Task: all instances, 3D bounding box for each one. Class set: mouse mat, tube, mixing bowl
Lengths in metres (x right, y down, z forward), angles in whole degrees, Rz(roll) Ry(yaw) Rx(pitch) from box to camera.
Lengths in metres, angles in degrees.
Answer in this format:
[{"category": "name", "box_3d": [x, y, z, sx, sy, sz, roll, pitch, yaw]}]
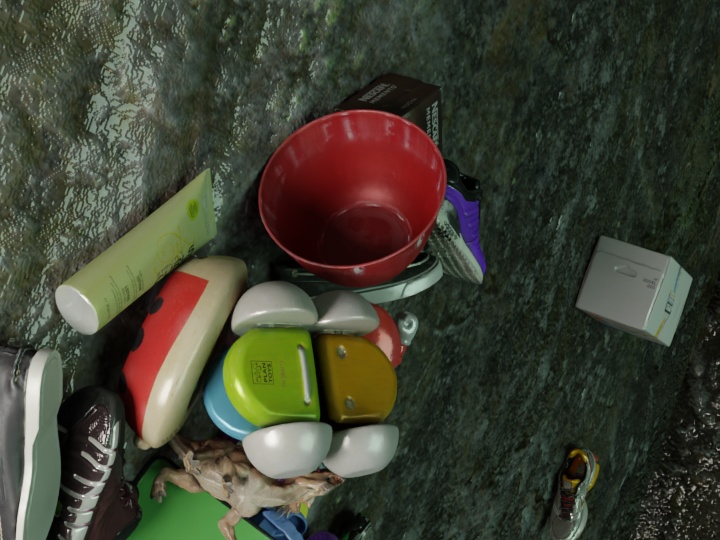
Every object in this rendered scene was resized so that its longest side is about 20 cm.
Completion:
[{"category": "mouse mat", "box_3d": [-0.175, 0.308, 1.126, 0.199, 0.008, 0.162, 39, 66, -10]}, {"category": "tube", "box_3d": [-0.195, -0.017, 1.019, 0.052, 0.058, 0.200, 49, 45, -5]}, {"category": "mixing bowl", "box_3d": [-0.001, -0.058, 1.175, 0.201, 0.198, 0.109, -55, 154, -24]}]

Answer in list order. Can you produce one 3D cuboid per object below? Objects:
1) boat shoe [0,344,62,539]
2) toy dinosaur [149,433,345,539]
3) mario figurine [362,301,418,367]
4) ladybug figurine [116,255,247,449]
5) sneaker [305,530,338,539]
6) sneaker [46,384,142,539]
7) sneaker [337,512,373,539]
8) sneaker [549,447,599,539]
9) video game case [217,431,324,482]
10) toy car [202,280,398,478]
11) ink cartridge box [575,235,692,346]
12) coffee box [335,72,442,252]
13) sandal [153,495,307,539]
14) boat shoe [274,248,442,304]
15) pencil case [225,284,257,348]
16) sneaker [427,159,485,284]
[{"category": "boat shoe", "box_3d": [-0.294, 0.158, 0.939, 0.074, 0.059, 0.204, -69, 168, -68]}, {"category": "toy dinosaur", "box_3d": [-0.128, 0.207, 1.135, 0.135, 0.198, 0.087, -33, 152, -60]}, {"category": "mario figurine", "box_3d": [-0.005, 0.098, 1.254, 0.124, 0.105, 0.202, -55, 166, -37]}, {"category": "ladybug figurine", "box_3d": [-0.173, 0.071, 1.049, 0.136, 0.071, 0.202, 116, -2, -69]}, {"category": "sneaker", "box_3d": [-0.092, 0.388, 1.370, 0.200, 0.079, 0.090, -41, 130, -39]}, {"category": "sneaker", "box_3d": [-0.243, 0.192, 1.039, 0.115, 0.075, 0.203, -8, 122, -62]}, {"category": "sneaker", "box_3d": [0.012, 0.418, 1.541, 0.078, 0.084, 0.203, -43, 138, -38]}, {"category": "sneaker", "box_3d": [0.420, 0.452, 2.234, 0.082, 0.077, 0.203, 39, 63, -53]}, {"category": "video game case", "box_3d": [-0.100, 0.212, 1.298, 0.201, 0.035, 0.183, -55, 144, -26]}, {"category": "toy car", "box_3d": [-0.065, 0.115, 1.066, 0.198, 0.149, 0.178, 8, 66, -43]}, {"category": "ink cartridge box", "box_3d": [0.520, 0.041, 2.096, 0.199, 0.145, 0.147, 24, 86, -59]}, {"category": "coffee box", "box_3d": [0.037, -0.113, 1.306, 0.113, 0.079, 0.203, -38, 137, -42]}, {"category": "sandal", "box_3d": [-0.133, 0.284, 1.184, 0.197, 0.088, 0.080, 3, 127, -30]}, {"category": "boat shoe", "box_3d": [0.000, 0.000, 1.246, 0.196, 0.071, 0.065, -12, 110, -16]}, {"category": "pencil case", "box_3d": [-0.090, 0.116, 1.182, 0.083, 0.085, 0.203, -59, 137, -57]}, {"category": "sneaker", "box_3d": [0.120, -0.061, 1.323, 0.101, 0.069, 0.201, -63, 150, -17]}]
